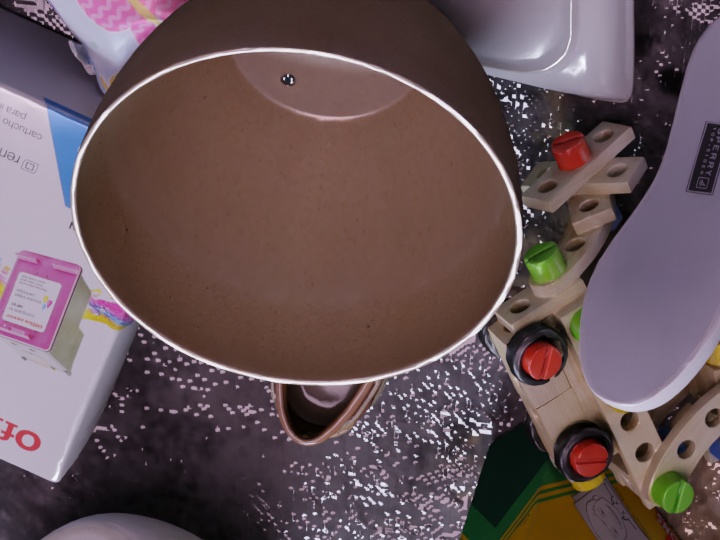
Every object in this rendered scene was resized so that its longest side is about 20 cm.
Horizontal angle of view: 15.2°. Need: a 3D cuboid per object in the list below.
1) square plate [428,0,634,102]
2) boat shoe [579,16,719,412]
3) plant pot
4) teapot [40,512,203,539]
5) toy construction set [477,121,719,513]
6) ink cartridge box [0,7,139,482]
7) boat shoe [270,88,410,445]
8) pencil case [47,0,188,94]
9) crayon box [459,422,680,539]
[{"bbox_3d":[0.029,-0.164,1.238,0.198,0.028,0.200,12,136,16],"label":"square plate"},{"bbox_3d":[0.162,-0.023,1.260,0.070,0.066,0.200,11,76,30],"label":"boat shoe"},{"bbox_3d":[-0.021,-0.064,1.228,0.200,0.135,0.201,4,133,5],"label":"plant pot"},{"bbox_3d":[-0.104,0.227,1.429,0.146,0.200,0.198,24,88,-40],"label":"teapot"},{"bbox_3d":[0.130,0.032,1.310,0.131,0.092,0.200,-32,106,-9],"label":"toy construction set"},{"bbox_3d":[-0.175,-0.013,1.367,0.144,0.085,0.200,24,118,0],"label":"ink cartridge box"},{"bbox_3d":[0.000,0.000,1.343,0.076,0.072,0.200,13,115,5],"label":"boat shoe"},{"bbox_3d":[-0.146,-0.176,1.288,0.091,0.083,0.200,-33,105,37],"label":"pencil case"},{"bbox_3d":[0.131,0.188,1.347,0.058,0.173,0.200,-34,104,23],"label":"crayon box"}]
